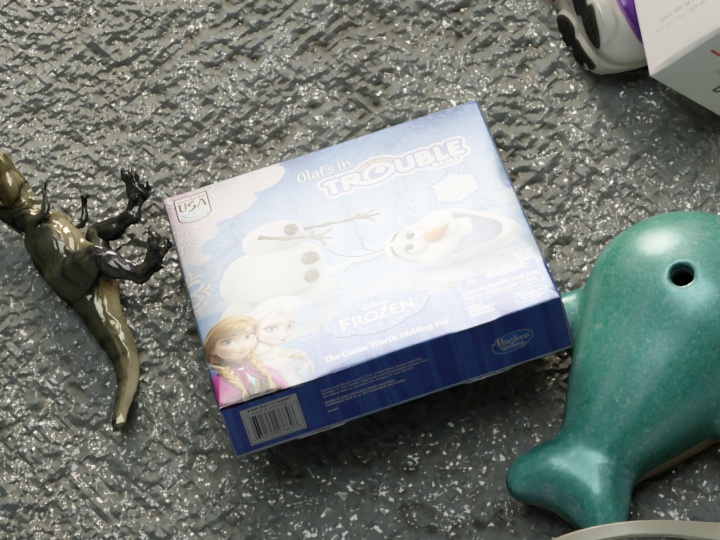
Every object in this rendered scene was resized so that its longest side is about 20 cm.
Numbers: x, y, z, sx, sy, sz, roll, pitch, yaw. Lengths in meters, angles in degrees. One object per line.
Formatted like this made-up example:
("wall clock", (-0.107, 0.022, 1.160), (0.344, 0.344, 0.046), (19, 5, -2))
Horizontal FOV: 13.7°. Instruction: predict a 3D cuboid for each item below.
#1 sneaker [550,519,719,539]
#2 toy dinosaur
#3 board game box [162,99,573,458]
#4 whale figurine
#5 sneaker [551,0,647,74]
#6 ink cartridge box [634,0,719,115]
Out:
("sneaker", (0.172, 0.195, 1.590), (0.198, 0.075, 0.107), (-5, 58, 5))
("toy dinosaur", (-0.155, -0.007, 1.769), (0.088, 0.047, 0.201), (-41, 61, 14))
("board game box", (0.000, 0.000, 1.710), (0.199, 0.044, 0.200), (-18, 38, -2))
("whale figurine", (0.161, 0.054, 1.656), (0.159, 0.104, 0.200), (32, 70, 23))
("sneaker", (0.146, -0.208, 1.837), (0.083, 0.081, 0.201), (-12, 66, -17))
("ink cartridge box", (0.216, -0.157, 1.753), (0.067, 0.117, 0.201), (-31, 52, 33))
